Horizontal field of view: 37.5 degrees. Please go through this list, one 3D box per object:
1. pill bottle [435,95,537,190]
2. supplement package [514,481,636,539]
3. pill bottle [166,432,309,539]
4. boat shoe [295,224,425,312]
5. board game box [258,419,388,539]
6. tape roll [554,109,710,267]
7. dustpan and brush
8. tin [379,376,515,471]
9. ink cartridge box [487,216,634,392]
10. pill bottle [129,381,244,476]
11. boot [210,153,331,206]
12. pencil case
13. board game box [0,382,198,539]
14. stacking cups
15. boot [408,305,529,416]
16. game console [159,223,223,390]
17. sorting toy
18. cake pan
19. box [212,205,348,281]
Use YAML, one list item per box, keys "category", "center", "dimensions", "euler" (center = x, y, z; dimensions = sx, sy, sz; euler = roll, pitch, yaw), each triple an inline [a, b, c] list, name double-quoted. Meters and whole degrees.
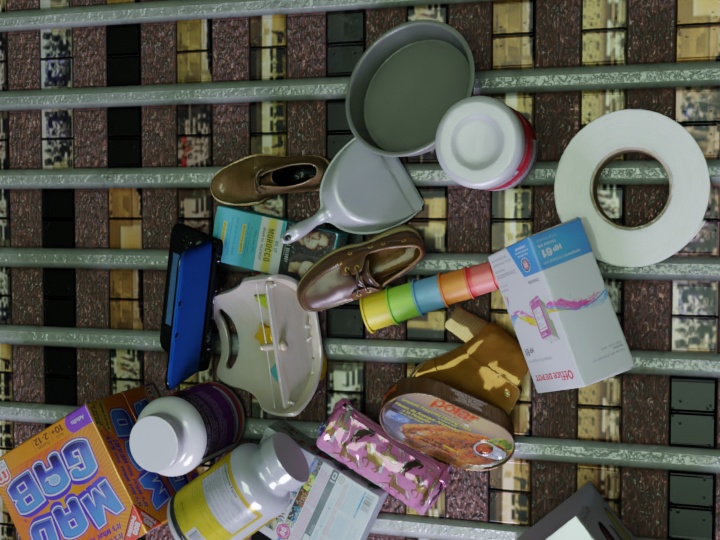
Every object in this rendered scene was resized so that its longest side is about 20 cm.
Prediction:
- category: "pill bottle"
  center: [0.171, -0.161, 1.378]
  dimensions: [0.110, 0.200, 0.115]
  euler: [1, 93, 17]
- category: "supplement package"
  center: [0.299, 0.415, 1.370]
  dimensions: [0.147, 0.191, 0.201]
  euler: [-42, 81, 15]
- category: "pill bottle"
  center: [-0.170, 0.316, 1.498]
  dimensions: [0.199, 0.112, 0.113]
  euler: [-37, 82, 17]
- category: "boat shoe"
  center: [0.001, 0.000, 1.480]
  dimensions: [0.197, 0.068, 0.073]
  euler: [-26, 107, -1]
- category: "board game box"
  center: [-0.076, 0.337, 1.558]
  dimensions: [0.198, 0.064, 0.149]
  euler: [29, 101, 14]
- category: "tape roll"
  center: [0.357, -0.106, 1.387]
  dimensions: [0.199, 0.071, 0.207]
  euler: [1, 93, 18]
- category: "dustpan and brush"
  center: [-0.026, -0.095, 1.498]
  dimensions: [0.198, 0.057, 0.141]
  euler: [-32, 90, -21]
- category: "tin"
  center: [0.120, 0.209, 1.448]
  dimensions: [0.197, 0.042, 0.112]
  euler: [26, 135, -14]
- category: "ink cartridge box"
  center: [0.259, 0.051, 1.382]
  dimensions: [0.083, 0.144, 0.203]
  euler: [-20, 86, -17]
- category: "pill bottle"
  center: [-0.253, 0.231, 1.539]
  dimensions: [0.110, 0.200, 0.115]
  euler: [1, 93, 18]
- category: "boot"
  center: [-0.140, -0.137, 1.550]
  dimensions: [0.196, 0.075, 0.075]
  euler: [-7, 92, 20]
- category: "pencil case"
  center: [0.033, 0.265, 1.509]
  dimensions: [0.198, 0.087, 0.083]
  euler: [31, 80, 14]
- category: "board game box"
  center: [-0.389, 0.316, 1.590]
  dimensions: [0.198, 0.199, 0.202]
  euler: [-30, 83, 17]
- category: "stacking cups"
  center: [0.100, 0.038, 1.489]
  dimensions: [0.197, 0.060, 0.062]
  euler: [-14, 88, 16]
- category: "boot"
  center: [0.144, 0.166, 1.473]
  dimensions: [0.143, 0.071, 0.203]
  euler: [35, 100, 13]
- category: "game console"
  center: [-0.272, 0.047, 1.542]
  dimensions: [0.169, 0.117, 0.204]
  euler: [21, 107, 43]
- category: "sorting toy"
  center: [-0.153, 0.100, 1.559]
  dimensions: [0.177, 0.106, 0.204]
  euler: [-3, 99, 33]
- category: "cake pan"
  center: [0.072, -0.246, 1.459]
  dimensions: [0.197, 0.037, 0.204]
  euler: [-10, 69, 27]
- category: "box"
  center: [-0.121, -0.036, 1.561]
  dimensions: [0.197, 0.049, 0.084]
  euler: [13, 97, 18]
